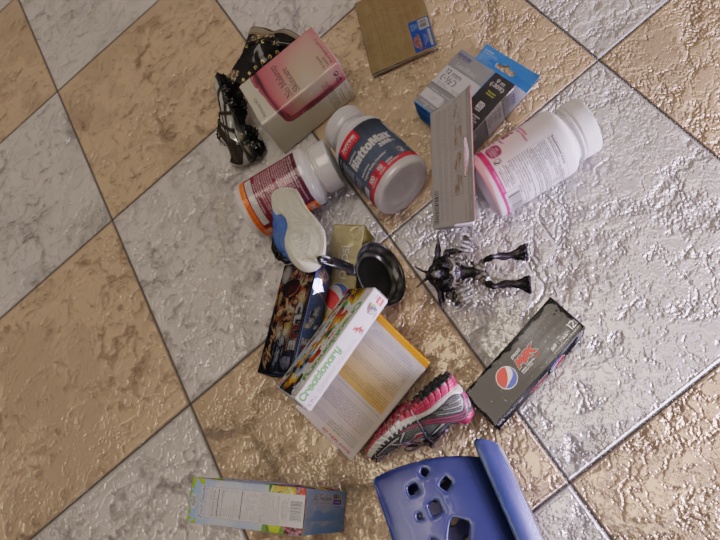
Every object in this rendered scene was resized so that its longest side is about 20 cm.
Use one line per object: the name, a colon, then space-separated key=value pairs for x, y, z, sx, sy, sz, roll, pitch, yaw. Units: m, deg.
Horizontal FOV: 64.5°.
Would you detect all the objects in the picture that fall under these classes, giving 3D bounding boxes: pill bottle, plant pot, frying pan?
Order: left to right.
pill bottle: x=-0.134 y=-0.160 z=1.105 sx=0.196 sy=0.114 sz=0.117 roll=-28 pitch=63 yaw=10
frying pan: x=0.008 y=0.016 z=0.965 sx=0.031 sy=0.187 sz=0.118 roll=-30 pitch=81 yaw=45
pill bottle: x=0.021 y=-0.213 z=1.063 sx=0.119 sy=0.120 sz=0.201 roll=-42 pitch=62 yaw=1
plant pot: x=0.144 y=0.348 z=0.770 sx=0.175 sy=0.201 sz=0.205 roll=-25 pitch=63 yaw=3
pill bottle: x=0.291 y=-0.190 z=0.953 sx=0.196 sy=0.113 sz=0.116 roll=-31 pitch=63 yaw=7

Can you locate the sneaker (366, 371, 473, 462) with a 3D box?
sneaker: x=0.085 y=0.244 z=0.877 sx=0.075 sy=0.080 sz=0.199 roll=49 pitch=118 yaw=3

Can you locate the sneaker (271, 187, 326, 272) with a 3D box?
sneaker: x=-0.110 y=-0.043 z=1.001 sx=0.074 sy=0.114 sz=0.202 roll=-14 pitch=47 yaw=-19

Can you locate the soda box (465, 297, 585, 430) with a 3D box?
soda box: x=0.251 y=0.144 z=0.874 sx=0.200 sy=0.063 sz=0.071 roll=-47 pitch=61 yaw=-1

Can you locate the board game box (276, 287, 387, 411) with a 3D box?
board game box: x=-0.046 y=0.116 z=0.887 sx=0.034 sy=0.126 sz=0.202 roll=40 pitch=74 yaw=-14

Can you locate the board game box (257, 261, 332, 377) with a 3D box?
board game box: x=-0.116 y=0.087 z=1.012 sx=0.134 sy=0.034 sz=0.207 roll=-9 pitch=64 yaw=55

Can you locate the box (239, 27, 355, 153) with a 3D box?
box: x=-0.131 y=-0.373 z=1.184 sx=0.198 sy=0.109 sz=0.129 roll=-37 pitch=63 yaw=4

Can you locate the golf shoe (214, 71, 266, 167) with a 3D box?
golf shoe: x=-0.282 y=-0.320 z=1.220 sx=0.093 sy=0.077 sz=0.206 roll=-25 pitch=83 yaw=26

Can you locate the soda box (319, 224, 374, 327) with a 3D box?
soda box: x=-0.026 y=0.023 z=1.025 sx=0.065 sy=0.064 sz=0.207 roll=3 pitch=73 yaw=21

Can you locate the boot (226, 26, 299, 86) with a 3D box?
boot: x=-0.208 y=-0.456 z=1.264 sx=0.196 sy=0.073 sz=0.154 roll=24 pitch=80 yaw=30

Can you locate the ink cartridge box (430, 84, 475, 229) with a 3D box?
ink cartridge box: x=0.164 y=-0.176 z=0.934 sx=0.043 sy=0.176 sz=0.208 roll=-2 pitch=91 yaw=-14

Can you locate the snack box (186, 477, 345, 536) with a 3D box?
snack box: x=-0.140 y=0.364 z=0.884 sx=0.193 sy=0.169 sz=0.070 roll=-4 pitch=67 yaw=18

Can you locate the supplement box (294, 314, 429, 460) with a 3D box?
supplement box: x=0.002 y=0.180 z=0.925 sx=0.126 sy=0.074 sz=0.201 roll=41 pitch=88 yaw=-2

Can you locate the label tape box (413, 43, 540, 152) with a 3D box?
label tape box: x=0.216 y=-0.337 z=1.064 sx=0.201 sy=0.066 sz=0.143 roll=-47 pitch=62 yaw=1

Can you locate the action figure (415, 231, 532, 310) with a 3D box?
action figure: x=0.178 y=-0.001 z=0.936 sx=0.193 sy=0.102 sz=0.124 roll=-6 pitch=80 yaw=17

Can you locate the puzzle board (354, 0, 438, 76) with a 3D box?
puzzle board: x=0.073 y=-0.520 z=1.213 sx=0.146 sy=0.017 sz=0.206 roll=-18 pitch=66 yaw=13
